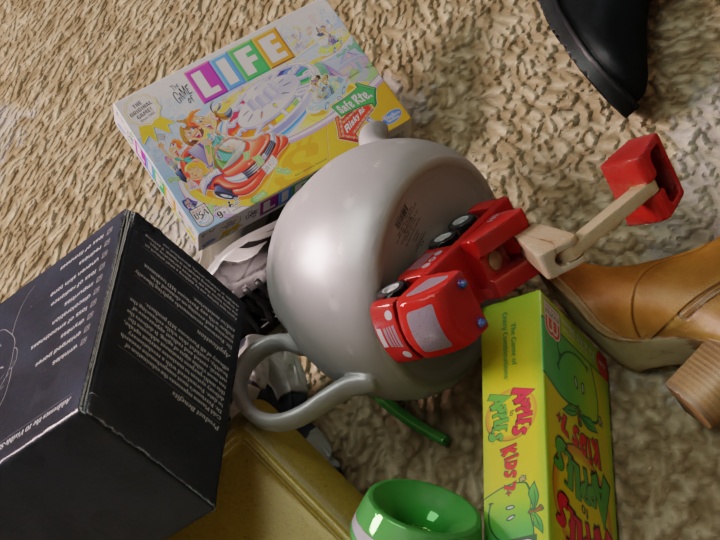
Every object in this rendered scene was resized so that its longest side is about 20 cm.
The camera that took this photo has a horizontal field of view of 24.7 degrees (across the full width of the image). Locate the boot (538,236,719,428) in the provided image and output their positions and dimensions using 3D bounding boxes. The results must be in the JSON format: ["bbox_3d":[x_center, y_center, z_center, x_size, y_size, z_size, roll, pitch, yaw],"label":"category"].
[{"bbox_3d":[0.224,0.006,1.107,0.144,0.071,0.201,-45,46,-4],"label":"boot"}]

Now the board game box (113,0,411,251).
[{"bbox_3d":[-0.079,-0.120,1.322,0.200,0.034,0.135,-30,72,-16],"label":"board game box"}]

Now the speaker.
[{"bbox_3d":[0.017,0.236,1.031,0.088,0.088,0.200,34,117,47],"label":"speaker"}]

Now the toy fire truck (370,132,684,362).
[{"bbox_3d":[0.111,-0.014,1.081,0.141,0.049,0.200,-12,23,44],"label":"toy fire truck"}]

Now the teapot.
[{"bbox_3d":[0.000,0.000,1.178,0.146,0.200,0.198,5,102,36],"label":"teapot"}]

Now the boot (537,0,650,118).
[{"bbox_3d":[0.222,-0.229,1.257,0.168,0.076,0.200,-38,38,17],"label":"boot"}]

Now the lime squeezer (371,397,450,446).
[{"bbox_3d":[0.013,0.068,1.259,0.070,0.038,0.200,-11,47,-5],"label":"lime squeezer"}]

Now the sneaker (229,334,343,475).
[{"bbox_3d":[-0.088,0.161,1.242,0.130,0.079,0.199,-40,58,32],"label":"sneaker"}]

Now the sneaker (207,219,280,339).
[{"bbox_3d":[-0.056,0.005,1.300,0.200,0.073,0.112,-42,22,5],"label":"sneaker"}]

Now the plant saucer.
[{"bbox_3d":[-0.082,0.205,1.113,0.200,0.048,0.200,-42,63,-12],"label":"plant saucer"}]

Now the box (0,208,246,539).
[{"bbox_3d":[-0.196,0.100,1.124,0.200,0.124,0.197,-33,30,28],"label":"box"}]

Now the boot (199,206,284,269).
[{"bbox_3d":[-0.127,-0.054,1.380,0.068,0.131,0.200,6,65,42],"label":"boot"}]

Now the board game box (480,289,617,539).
[{"bbox_3d":[0.123,0.125,1.069,0.048,0.102,0.200,-18,51,27],"label":"board game box"}]
